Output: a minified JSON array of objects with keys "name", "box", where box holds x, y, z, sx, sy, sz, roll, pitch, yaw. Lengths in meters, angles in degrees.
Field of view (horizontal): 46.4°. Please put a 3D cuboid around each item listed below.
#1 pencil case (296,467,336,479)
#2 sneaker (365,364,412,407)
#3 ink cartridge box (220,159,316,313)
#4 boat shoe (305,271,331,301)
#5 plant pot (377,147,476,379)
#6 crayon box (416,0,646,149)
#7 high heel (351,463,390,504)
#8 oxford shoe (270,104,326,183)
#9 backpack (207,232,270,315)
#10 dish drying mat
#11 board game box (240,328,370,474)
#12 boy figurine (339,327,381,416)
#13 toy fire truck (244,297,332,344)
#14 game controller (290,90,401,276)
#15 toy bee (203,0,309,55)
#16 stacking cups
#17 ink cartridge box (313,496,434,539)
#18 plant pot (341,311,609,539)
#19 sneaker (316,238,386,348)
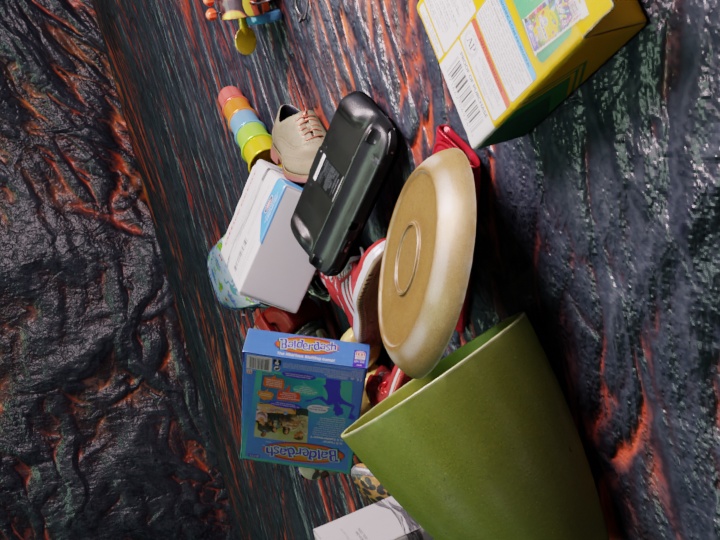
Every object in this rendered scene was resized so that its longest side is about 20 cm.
[{"name":"pencil case","box":[-0.090,0.203,1.166,0.089,0.078,0.201,7,134,39]},{"name":"sneaker","box":[0.038,0.139,0.993,0.116,0.078,0.201,54,152,40]},{"name":"ink cartridge box","box":[-0.110,-0.051,1.100,0.146,0.083,0.200,-66,21,9]},{"name":"boat shoe","box":[-0.063,0.013,1.172,0.063,0.072,0.200,71,156,14]},{"name":"plant pot","box":[0.050,-0.008,0.728,0.200,0.027,0.202,-171,90,-77]},{"name":"crayon box","box":[0.112,-0.181,0.564,0.200,0.051,0.127,136,115,-69]},{"name":"high heel","box":[0.029,0.280,1.033,0.200,0.141,0.072,-48,21,58]},{"name":"oxford shoe","box":[-0.071,-0.160,1.055,0.200,0.070,0.076,38,134,55]},{"name":"backpack","box":[-0.181,-0.005,1.406,0.200,0.153,0.165,-171,58,-82]},{"name":"dish drying mat","box":[0.086,-0.034,0.805,0.077,0.018,0.201,53,152,43]},{"name":"board game box","box":[-0.073,0.168,1.056,0.045,0.150,0.201,-83,1,-52]},{"name":"boy figurine","box":[-0.004,0.158,1.121,0.123,0.064,0.202,11,120,33]},{"name":"toy fire truck","box":[-0.075,0.110,1.231,0.177,0.128,0.200,54,134,14]},{"name":"game controller","box":[-0.021,-0.093,0.923,0.105,0.042,0.201,59,134,40]},{"name":"toy bee","box":[-0.153,-0.350,1.063,0.200,0.108,0.132,174,81,-70]},{"name":"stacking cups","box":[-0.173,-0.224,1.312,0.061,0.060,0.201,94,157,-45]},{"name":"ink cartridge box","box":[0.064,0.310,0.876,0.084,0.198,0.147,-154,50,-65]},{"name":"plant pot","box":[0.115,0.169,0.700,0.201,0.186,0.187,56,158,5]},{"name":"sneaker","box":[0.000,0.000,0.988,0.113,0.071,0.201,59,158,27]}]
